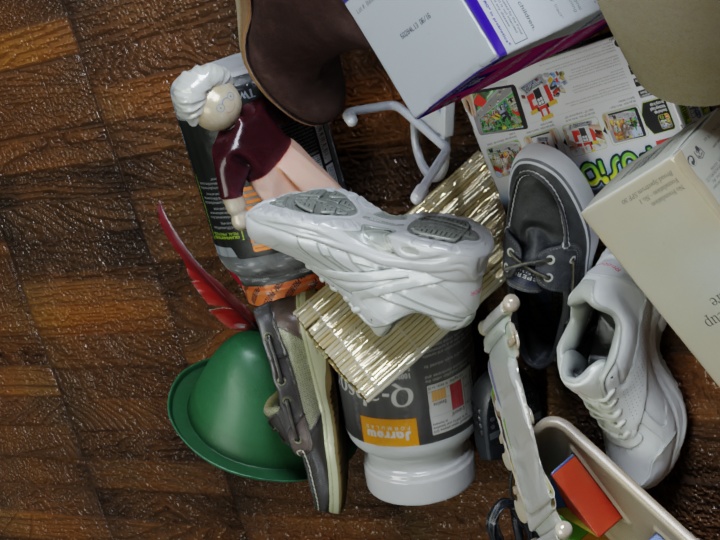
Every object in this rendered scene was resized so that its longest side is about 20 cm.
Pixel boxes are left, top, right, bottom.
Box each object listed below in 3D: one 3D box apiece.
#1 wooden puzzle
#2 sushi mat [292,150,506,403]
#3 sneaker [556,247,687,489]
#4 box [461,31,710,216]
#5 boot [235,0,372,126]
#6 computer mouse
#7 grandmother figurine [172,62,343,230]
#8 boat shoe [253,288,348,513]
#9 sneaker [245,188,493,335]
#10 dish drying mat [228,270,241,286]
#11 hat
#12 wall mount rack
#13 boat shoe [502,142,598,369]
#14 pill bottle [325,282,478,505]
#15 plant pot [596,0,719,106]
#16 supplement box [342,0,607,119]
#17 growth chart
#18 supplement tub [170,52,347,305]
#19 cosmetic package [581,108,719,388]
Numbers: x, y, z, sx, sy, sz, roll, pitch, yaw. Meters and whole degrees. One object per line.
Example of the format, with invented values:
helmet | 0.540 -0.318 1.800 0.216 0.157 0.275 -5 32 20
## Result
wooden puzzle | 0.206 0.222 1.569 0.200 0.046 0.185 38 157 25
sushi mat | 0.048 0.004 1.574 0.096 0.200 0.012 48 176 14
sneaker | 0.185 0.082 1.517 0.078 0.099 0.201 10 118 44
box | 0.165 -0.110 1.480 0.200 0.035 0.110 -13 102 50
boot | -0.026 -0.174 1.497 0.166 0.072 0.200 25 148 49
computer mouse | 0.121 0.159 1.676 0.034 0.058 0.201 41 144 50
grandmother figurine | -0.070 -0.090 1.598 0.200 0.122 0.060 44 145 -23
boat shoe | -0.049 0.111 1.687 0.065 0.073 0.201 -6 109 5
sneaker | 0.000 0.000 1.527 0.199 0.078 0.100 15 116 24
dish drying mat | -0.045 0.043 1.814 0.200 0.018 0.077 43 141 21
hat | -0.076 0.063 1.727 0.166 0.199 0.177 -114 32 -48
wall mount rack | 0.040 -0.145 1.535 0.174 0.074 0.201 -133 37 -55
boat shoe | 0.134 -0.004 1.512 0.070 0.066 0.200 21 142 23
pill bottle | 0.039 0.084 1.667 0.116 0.116 0.201 14 121 43
plant pot | 0.212 -0.210 1.276 0.187 0.187 0.201 27 142 36
supplement box | 0.104 -0.194 1.368 0.104 0.200 0.101 59 142 2
growth chart | 0.122 0.122 1.543 0.145 0.018 0.201 143 114 -81
supplement tub | -0.077 -0.080 1.695 0.122 0.122 0.201 2 112 47
cosmetic package | 0.258 0.001 1.382 0.200 0.073 0.103 51 140 -4
